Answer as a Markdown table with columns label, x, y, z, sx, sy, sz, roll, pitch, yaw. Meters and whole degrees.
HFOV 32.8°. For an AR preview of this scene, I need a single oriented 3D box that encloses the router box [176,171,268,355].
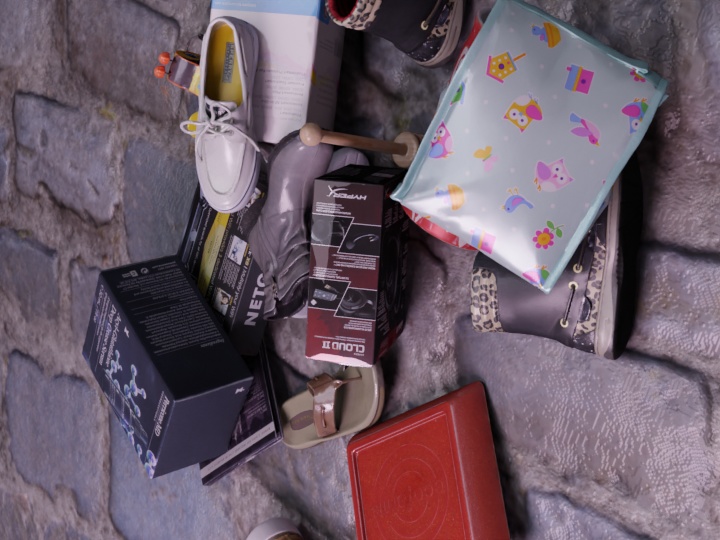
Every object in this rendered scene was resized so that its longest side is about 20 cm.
| label | x | y | z | sx | sy | sz | roll | pitch | yaw |
| --- | --- | --- | --- | --- | --- | --- | --- | --- | --- |
| router box | -0.155 | -0.022 | 1.465 | 0.157 | 0.052 | 0.202 | 31 | 107 | 47 |

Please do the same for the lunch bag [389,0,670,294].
| label | x | y | z | sx | sy | sz | roll | pitch | yaw |
| --- | --- | --- | --- | --- | --- | --- | --- | --- | --- |
| lunch bag | 0.145 | -0.113 | 1.041 | 0.169 | 0.122 | 0.202 | 30 | 106 | 6 |

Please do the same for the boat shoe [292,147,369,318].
| label | x | y | z | sx | sy | sz | roll | pitch | yaw |
| --- | --- | --- | --- | --- | --- | --- | --- | --- | --- |
| boat shoe | -0.055 | -0.049 | 1.380 | 0.071 | 0.072 | 0.202 | 35 | 105 | 53 |

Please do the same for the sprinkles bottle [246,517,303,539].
| label | x | y | z | sx | sy | sz | roll | pitch | yaw |
| --- | --- | --- | --- | --- | --- | --- | --- | --- | --- |
| sprinkles bottle | -0.059 | 0.362 | 1.352 | 0.200 | 0.068 | 0.069 | 46 | 118 | 45 |

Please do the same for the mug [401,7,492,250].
| label | x | y | z | sx | sy | sz | roll | pitch | yaw |
| --- | --- | --- | --- | --- | --- | --- | --- | --- | --- |
| mug | 0.132 | -0.139 | 1.203 | 0.132 | 0.178 | 0.201 | 28 | 116 | 1 |

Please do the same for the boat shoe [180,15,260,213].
| label | x | y | z | sx | sy | sz | roll | pitch | yaw |
| --- | --- | --- | --- | --- | --- | --- | --- | --- | --- |
| boat shoe | -0.142 | -0.161 | 1.262 | 0.074 | 0.086 | 0.205 | 7 | 94 | 12 |

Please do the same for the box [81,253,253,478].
| label | x | y | z | sx | sy | sz | roll | pitch | yaw |
| --- | --- | --- | --- | --- | --- | --- | --- | --- | --- |
| box | -0.229 | 0.109 | 1.425 | 0.201 | 0.106 | 0.149 | 53 | 140 | 29 |

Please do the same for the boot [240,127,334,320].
| label | x | y | z | sx | sy | sz | roll | pitch | yaw |
| --- | --- | --- | --- | --- | --- | --- | --- | --- | --- |
| boot | -0.062 | -0.044 | 1.284 | 0.201 | 0.069 | 0.133 | 118 | 141 | -49 |

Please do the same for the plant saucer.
| label | x | y | z | sx | sy | sz | roll | pitch | yaw |
| --- | --- | --- | --- | --- | --- | --- | --- | --- | --- |
| plant saucer | 0.058 | 0.237 | 1.267 | 0.199 | 0.036 | 0.202 | -29 | 59 | 38 |

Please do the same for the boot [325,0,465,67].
| label | x | y | z | sx | sy | sz | roll | pitch | yaw |
| --- | --- | --- | --- | --- | --- | --- | --- | --- | --- |
| boot | 0.043 | -0.321 | 1.231 | 0.073 | 0.153 | 0.207 | 4 | 86 | 44 |

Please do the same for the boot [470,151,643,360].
| label | x | y | z | sx | sy | sz | roll | pitch | yaw |
| --- | --- | --- | --- | --- | --- | --- | --- | --- | --- |
| boot | 0.181 | -0.026 | 1.147 | 0.152 | 0.073 | 0.207 | 6 | 97 | 30 |

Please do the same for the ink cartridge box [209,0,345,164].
| label | x | y | z | sx | sy | sz | roll | pitch | yaw |
| --- | --- | --- | --- | --- | --- | --- | --- | --- | --- |
| ink cartridge box | -0.096 | -0.214 | 1.358 | 0.124 | 0.128 | 0.203 | 8 | 93 | 12 |

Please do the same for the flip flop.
| label | x | y | z | sx | sy | sz | roll | pitch | yaw |
| --- | --- | --- | --- | --- | --- | --- | --- | --- | --- |
| flip flop | -0.041 | 0.148 | 1.366 | 0.199 | 0.057 | 0.082 | -31 | 64 | 43 |

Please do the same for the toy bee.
| label | x | y | z | sx | sy | sz | roll | pitch | yaw |
| --- | --- | --- | --- | --- | --- | --- | --- | --- | --- |
| toy bee | -0.193 | -0.227 | 1.489 | 0.198 | 0.108 | 0.133 | 12 | 98 | 42 |

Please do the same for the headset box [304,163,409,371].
| label | x | y | z | sx | sy | sz | roll | pitch | yaw |
| --- | --- | --- | --- | --- | --- | --- | --- | --- | --- |
| headset box | 0.000 | 0.000 | 1.257 | 0.076 | 0.149 | 0.203 | 7 | 103 | 13 |

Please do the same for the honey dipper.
| label | x | y | z | sx | sy | sz | roll | pitch | yaw |
| --- | --- | --- | --- | --- | --- | --- | --- | --- | --- |
| honey dipper | 0.010 | -0.129 | 1.238 | 0.038 | 0.199 | 0.039 | -3 | 86 | 42 |

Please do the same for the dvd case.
| label | x | y | z | sx | sy | sz | roll | pitch | yaw |
| --- | --- | --- | --- | --- | --- | --- | --- | --- | --- |
| dvd case | -0.160 | 0.140 | 1.489 | 0.148 | 0.016 | 0.202 | -36 | 55 | 36 |
